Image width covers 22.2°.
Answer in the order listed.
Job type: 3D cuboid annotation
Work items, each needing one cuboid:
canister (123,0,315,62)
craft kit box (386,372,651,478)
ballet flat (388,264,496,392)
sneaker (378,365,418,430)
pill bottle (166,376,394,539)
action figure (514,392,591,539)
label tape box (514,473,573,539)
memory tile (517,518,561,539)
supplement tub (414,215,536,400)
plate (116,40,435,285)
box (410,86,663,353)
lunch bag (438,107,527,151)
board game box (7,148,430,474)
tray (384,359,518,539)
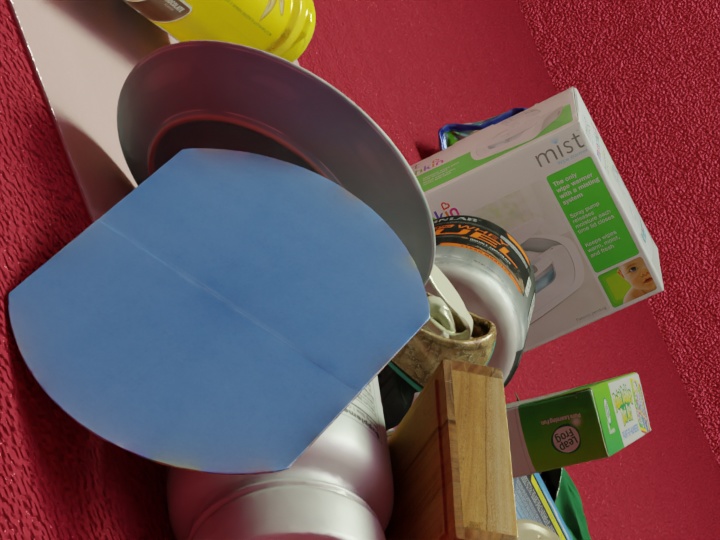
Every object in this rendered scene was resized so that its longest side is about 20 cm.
[{"bbox_3d":[-0.125,-0.213,1.154,0.149,0.086,0.200,57,12,25],"label":"canister"},{"bbox_3d":[0.067,0.107,1.114,0.200,0.196,0.049,2,72,-74],"label":"craft kit box"},{"bbox_3d":[0.000,0.000,1.101,0.200,0.065,0.071,35,23,-13],"label":"ballet flat"},{"bbox_3d":[0.024,0.051,1.220,0.091,0.076,0.200,34,19,-17],"label":"sneaker"},{"bbox_3d":[-0.043,0.086,0.925,0.114,0.113,0.201,53,19,-39],"label":"pill bottle"},{"bbox_3d":[0.171,0.212,1.614,0.119,0.054,0.200,-103,169,-44],"label":"action figure"},{"bbox_3d":[0.119,0.223,1.390,0.144,0.066,0.200,63,12,-11],"label":"label tape box"},{"bbox_3d":[0.092,0.216,1.183,0.153,0.017,0.200,34,29,7],"label":"memory tile"},{"bbox_3d":[0.073,0.027,1.426,0.123,0.122,0.200,63,14,-9],"label":"supplement tub"},{"bbox_3d":[-0.053,-0.038,1.002,0.201,0.199,0.026,57,48,-29],"label":"plate"},{"bbox_3d":[0.137,-0.033,1.603,0.177,0.199,0.097,61,15,-21],"label":"box"},{"bbox_3d":[0.164,-0.058,1.922,0.170,0.127,0.201,10,69,-76],"label":"lunch bag"},{"bbox_3d":[-0.065,0.027,0.876,0.158,0.039,0.200,32,50,16],"label":"board game box"},{"bbox_3d":[0.022,0.142,0.936,0.037,0.200,0.099,10,51,-16],"label":"tray"}]
